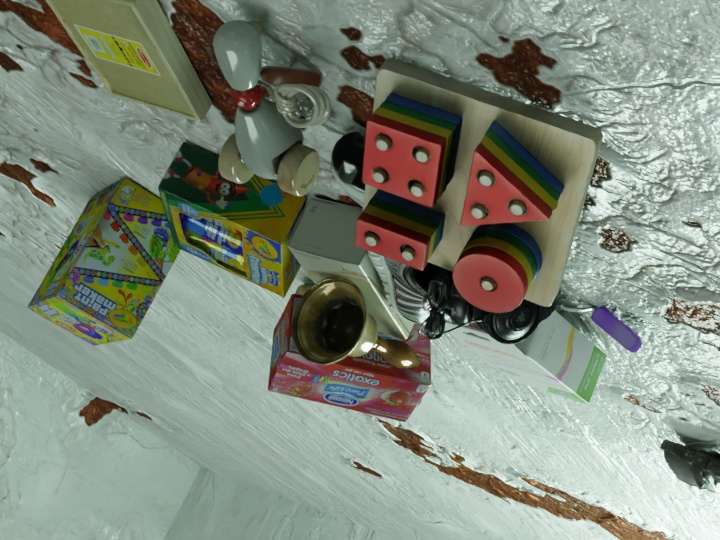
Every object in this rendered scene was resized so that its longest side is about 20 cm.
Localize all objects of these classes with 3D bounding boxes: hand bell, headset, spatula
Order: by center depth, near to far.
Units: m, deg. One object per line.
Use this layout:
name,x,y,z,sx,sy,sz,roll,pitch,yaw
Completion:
headset,0.123,0.020,1.173,0.123,0.200,0.094,15,116,32
spatula,0.221,0.036,1.274,0.200,0.021,0.057,25,163,6
hand bell,0.017,0.086,1.392,0.104,0.104,0.200,11,170,37

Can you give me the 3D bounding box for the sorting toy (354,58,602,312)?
sorting toy,0.089,-0.059,1.013,0.198,0.070,0.200,21,137,15

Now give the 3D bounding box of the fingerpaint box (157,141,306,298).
fingerpaint box,-0.156,-0.057,1.438,0.166,0.074,0.200,25,161,5

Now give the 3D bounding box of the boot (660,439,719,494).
boot,0.505,0.289,1.521,0.174,0.069,0.200,11,152,51

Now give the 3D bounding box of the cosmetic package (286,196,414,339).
cosmetic package,0.000,0.000,1.390,0.103,0.073,0.200,15,159,28

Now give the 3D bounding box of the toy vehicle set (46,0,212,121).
toy vehicle set,-0.237,-0.230,1.166,0.124,0.027,0.200,19,160,20

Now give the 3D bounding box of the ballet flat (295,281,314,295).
ballet flat,-0.022,0.060,1.582,0.200,0.065,0.070,3,150,48

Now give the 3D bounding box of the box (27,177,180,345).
box,-0.362,-0.007,1.653,0.122,0.193,0.200,34,160,-21

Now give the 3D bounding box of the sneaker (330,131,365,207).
sneaker,0.061,-0.066,1.152,0.200,0.074,0.089,33,166,4

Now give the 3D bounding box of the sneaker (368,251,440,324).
sneaker,0.076,0.011,1.315,0.087,0.074,0.200,21,156,33

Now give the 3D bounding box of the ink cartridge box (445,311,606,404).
ink cartridge box,0.184,0.076,1.316,0.117,0.067,0.200,15,165,42

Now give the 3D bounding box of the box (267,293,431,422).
box,-0.013,0.116,1.509,0.199,0.100,0.096,14,138,-14

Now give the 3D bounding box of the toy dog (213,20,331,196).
toy dog,-0.083,-0.161,1.094,0.132,0.096,0.200,28,146,3
